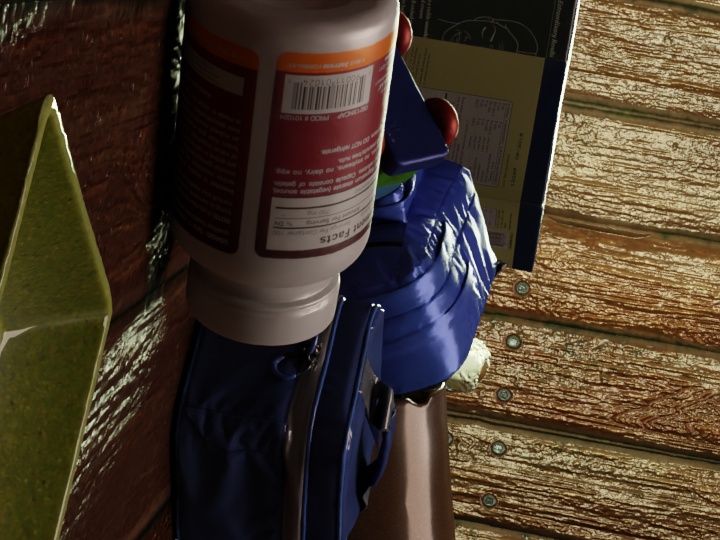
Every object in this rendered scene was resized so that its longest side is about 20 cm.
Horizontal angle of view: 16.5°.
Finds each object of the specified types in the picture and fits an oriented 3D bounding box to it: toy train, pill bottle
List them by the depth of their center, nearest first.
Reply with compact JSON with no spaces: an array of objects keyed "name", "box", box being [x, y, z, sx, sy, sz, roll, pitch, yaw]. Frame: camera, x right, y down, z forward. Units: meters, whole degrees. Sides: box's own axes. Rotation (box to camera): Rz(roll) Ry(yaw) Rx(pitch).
[{"name":"pill bottle","box":[-0.045,-0.066,1.333,0.113,0.112,0.201,-73,173,-58]},{"name":"toy train","box":[-0.027,-0.135,1.659,0.116,0.084,0.201,-41,-110,45]}]

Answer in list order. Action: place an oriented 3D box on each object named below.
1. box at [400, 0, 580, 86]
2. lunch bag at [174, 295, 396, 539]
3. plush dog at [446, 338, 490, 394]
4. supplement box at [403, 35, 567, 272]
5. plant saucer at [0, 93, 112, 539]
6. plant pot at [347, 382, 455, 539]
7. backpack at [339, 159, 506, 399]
[{"name":"box","box":[0.106,-0.241,2.362,0.107,0.199,0.149,-73,173,-56]},{"name":"lunch bag","box":[-0.043,0.098,1.610,0.200,0.132,0.136,95,6,-55]},{"name":"plush dog","box":[0.041,0.140,3.080,0.200,0.160,0.172,-49,-179,-18]},{"name":"supplement box","box":[0.068,-0.104,2.167,0.200,0.199,0.135,86,15,-73]},{"name":"plant saucer","box":[-0.137,0.065,0.836,0.200,0.048,0.201,89,11,-69]},{"name":"plant pot","box":[-0.008,0.182,2.026,0.200,0.199,0.199,-64,154,-76]},{"name":"backpack","box":[0.000,0.000,1.849,0.200,0.162,0.168,-74,144,-55]}]
